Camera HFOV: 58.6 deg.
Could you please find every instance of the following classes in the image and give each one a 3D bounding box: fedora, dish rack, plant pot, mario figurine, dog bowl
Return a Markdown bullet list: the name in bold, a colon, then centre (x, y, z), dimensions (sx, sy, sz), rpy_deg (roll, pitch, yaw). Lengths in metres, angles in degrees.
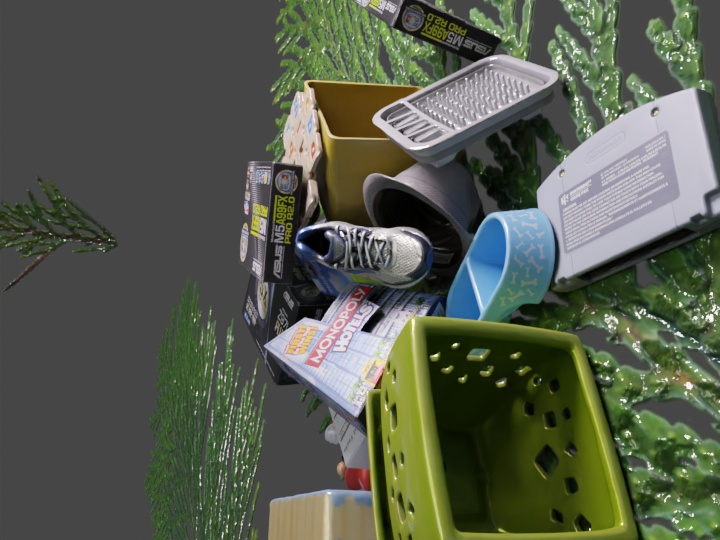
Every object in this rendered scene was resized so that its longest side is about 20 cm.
- **fedora**: centre (0.093, -0.081, 0.817), dimensions (0.091, 0.175, 0.201), rpy_deg (-53, -16, -18)
- **dish rack**: centre (0.126, -0.193, 0.783), dimensions (0.044, 0.198, 0.172), rpy_deg (65, 174, -31)
- **plant pot**: centre (0.020, -0.157, 0.963), dimensions (0.201, 0.196, 0.179), rpy_deg (-113, 27, -51)
- **mario figurine**: centre (-0.019, 0.248, 0.942), dimensions (0.107, 0.122, 0.201), rpy_deg (-63, 29, 19)
- **plant pot**: centre (0.108, 0.178, 0.617), dimensions (0.182, 0.195, 0.203), rpy_deg (126, 146, -52)
- **dog bowl**: centre (0.148, 0.019, 0.718), dimensions (0.113, 0.049, 0.202), rpy_deg (-98, 20, -45)

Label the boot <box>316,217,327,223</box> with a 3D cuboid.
- **boot**: centre (-0.038, -0.036, 1.115), dimensions (0.130, 0.068, 0.202), rpy_deg (-35, 36, 23)

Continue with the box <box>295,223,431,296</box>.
- **box**: centre (0.000, 0.000, 0.922), dimensions (0.198, 0.123, 0.048), rpy_deg (14, 56, 40)

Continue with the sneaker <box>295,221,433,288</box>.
- **sneaker**: centre (-0.002, -0.021, 0.795), dimensions (0.198, 0.084, 0.079), rpy_deg (7, 93, 40)

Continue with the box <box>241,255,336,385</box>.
- **box**: centre (-0.122, 0.066, 1.097), dimensions (0.201, 0.085, 0.166), rpy_deg (53, 133, 46)

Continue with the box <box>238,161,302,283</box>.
- **box**: centre (-0.137, -0.077, 0.948), dimensions (0.200, 0.043, 0.164), rpy_deg (-154, 70, -68)

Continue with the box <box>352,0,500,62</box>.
- **box**: centre (0.088, -0.363, 0.922), dimensions (0.045, 0.158, 0.201), rpy_deg (-64, 29, 23)

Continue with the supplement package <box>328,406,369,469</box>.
- **supplement package**: centre (0.027, 0.159, 0.882), dimensions (0.119, 0.115, 0.201), rpy_deg (-64, 29, 25)

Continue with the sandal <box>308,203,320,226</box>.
- **sandal**: centre (-0.094, -0.092, 1.029), dimensions (0.200, 0.054, 0.083), rpy_deg (140, 128, -66)

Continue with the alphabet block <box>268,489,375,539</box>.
- **alphabet block**: centre (0.002, 0.375, 0.759), dimensions (0.196, 0.192, 0.204), rpy_deg (140, 134, -56)

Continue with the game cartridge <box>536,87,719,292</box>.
- **game cartridge**: centre (0.247, -0.073, 0.604), dimensions (0.200, 0.041, 0.136), rpy_deg (-36, 44, 56)

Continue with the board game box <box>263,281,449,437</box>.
- **board game box**: centre (-0.016, 0.090, 0.807), dimensions (0.197, 0.062, 0.201), rpy_deg (9, 54, 40)

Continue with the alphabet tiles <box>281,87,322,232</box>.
- **alphabet tiles**: centre (-0.088, -0.155, 0.935), dimensions (0.196, 0.014, 0.203), rpy_deg (122, 145, -53)
